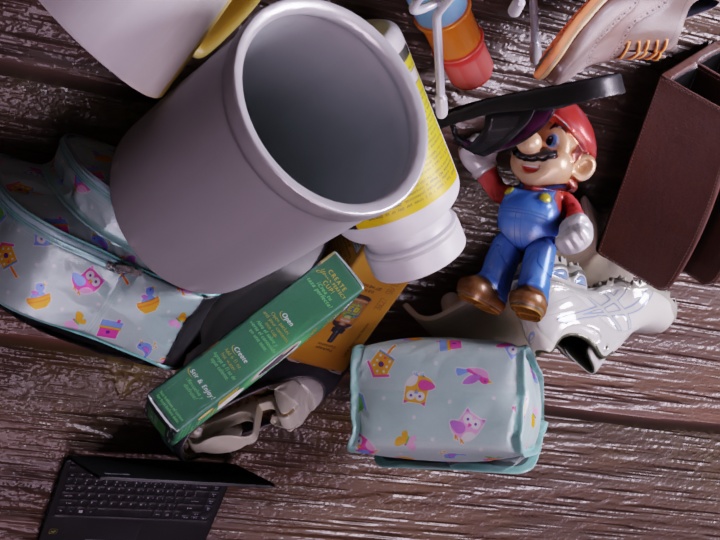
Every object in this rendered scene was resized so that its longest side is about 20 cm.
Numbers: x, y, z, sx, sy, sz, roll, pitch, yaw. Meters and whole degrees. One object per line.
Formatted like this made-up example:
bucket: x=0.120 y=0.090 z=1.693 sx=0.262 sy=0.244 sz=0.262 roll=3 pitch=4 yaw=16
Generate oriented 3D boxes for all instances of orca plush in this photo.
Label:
orca plush: x=-0.103 y=0.004 z=1.624 sx=0.105 sy=0.071 sz=0.200 roll=26 pitch=98 yaw=-43

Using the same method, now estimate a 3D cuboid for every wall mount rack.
wall mount rack: x=0.120 y=-0.213 z=1.462 sx=0.200 sy=0.075 sz=0.174 roll=-31 pitch=171 yaw=-31

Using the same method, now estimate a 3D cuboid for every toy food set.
toy food set: x=0.154 y=0.017 z=1.740 sx=0.200 sy=0.060 sz=0.144 roll=-30 pitch=145 yaw=10

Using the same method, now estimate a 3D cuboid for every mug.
mug: x=-0.149 y=-0.237 z=1.367 sx=0.149 sy=0.187 sz=0.153 roll=44 pitch=100 yaw=-6

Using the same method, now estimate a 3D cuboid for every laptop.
laptop: x=-0.202 y=0.238 z=1.772 sx=0.177 sy=0.103 sz=0.200 roll=7 pitch=128 yaw=-24

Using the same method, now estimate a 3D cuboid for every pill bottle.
pill bottle: x=0.014 y=-0.095 z=1.502 sx=0.112 sy=0.112 sz=0.200 roll=-23 pitch=112 yaw=1

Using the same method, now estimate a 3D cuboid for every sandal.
sandal: x=0.129 y=-0.125 z=1.532 sx=0.200 sy=0.048 sz=0.075 roll=-8 pitch=-174 yaw=37

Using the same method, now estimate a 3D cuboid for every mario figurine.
mario figurine: x=0.141 y=-0.065 z=1.580 sx=0.123 sy=0.200 sz=0.106 roll=17 pitch=166 yaw=-4

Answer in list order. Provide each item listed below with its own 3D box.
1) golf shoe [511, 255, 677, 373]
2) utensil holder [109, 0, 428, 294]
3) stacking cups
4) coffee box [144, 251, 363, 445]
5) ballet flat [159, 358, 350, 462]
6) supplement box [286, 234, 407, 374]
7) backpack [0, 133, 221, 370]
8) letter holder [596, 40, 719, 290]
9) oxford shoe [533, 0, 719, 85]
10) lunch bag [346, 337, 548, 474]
golf shoe: x=0.215 y=0.052 z=1.672 sx=0.200 sy=0.097 sz=0.078 roll=11 pitch=156 yaw=-37
utensil holder: x=-0.075 y=-0.085 z=1.372 sx=0.170 sy=0.170 sz=0.200 roll=18 pitch=150 yaw=-31
stacking cups: x=0.059 y=-0.229 z=1.486 sx=0.060 sy=0.061 sz=0.200 roll=-26 pitch=139 yaw=4
coffee box: x=-0.093 y=0.067 z=1.544 sx=0.200 sy=0.044 sz=0.123 roll=-38 pitch=176 yaw=-12
ballet flat: x=-0.095 y=0.132 z=1.740 sx=0.200 sy=0.073 sz=0.073 roll=-20 pitch=134 yaw=-1
supplement box: x=0.000 y=0.000 z=1.657 sx=0.066 sy=0.069 sz=0.200 roll=18 pitch=121 yaw=-30
backpack: x=-0.224 y=-0.021 z=1.484 sx=0.200 sy=0.176 sz=0.154 roll=13 pitch=112 yaw=-32
letter holder: x=0.319 y=-0.075 z=1.627 sx=0.101 sy=0.142 sz=0.200 roll=-32 pitch=147 yaw=-43
oxford shoe: x=0.221 y=-0.200 z=1.485 sx=0.200 sy=0.073 sz=0.071 roll=-39 pitch=175 yaw=-27
lunch bag: x=0.086 y=0.127 z=1.711 sx=0.170 sy=0.122 sz=0.200 roll=1 pitch=172 yaw=11
